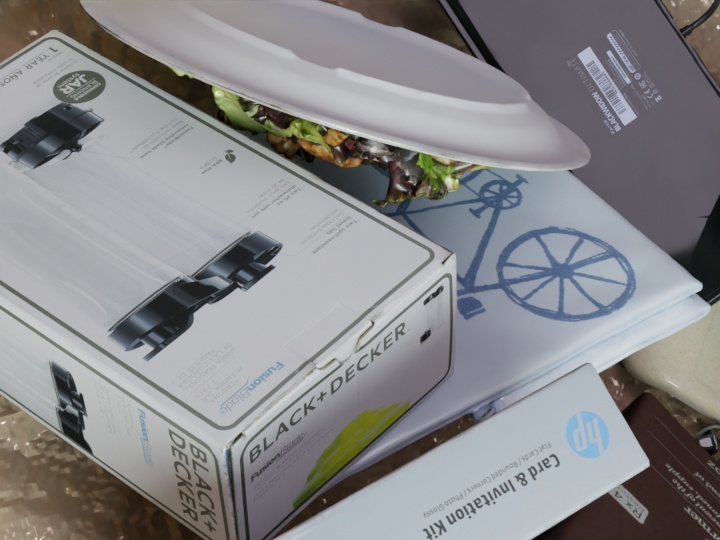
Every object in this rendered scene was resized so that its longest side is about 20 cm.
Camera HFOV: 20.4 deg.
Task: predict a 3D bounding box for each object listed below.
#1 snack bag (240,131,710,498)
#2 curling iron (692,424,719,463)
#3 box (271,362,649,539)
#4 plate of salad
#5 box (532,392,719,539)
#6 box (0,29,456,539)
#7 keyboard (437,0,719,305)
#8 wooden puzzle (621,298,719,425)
[{"bbox_3d":[0.000,0.000,0.761,0.199,0.021,0.189,-26,49,-25],"label":"snack bag"},{"bbox_3d":[0.208,0.117,0.834,0.199,0.026,0.050,24,67,-10],"label":"curling iron"},{"bbox_3d":[-0.013,0.107,0.662,0.155,0.200,0.041,-27,82,-26],"label":"box"},{"bbox_3d":[-0.011,-0.066,0.749,0.199,0.200,0.048,15,105,-14],"label":"plate of salad"},{"bbox_3d":[0.090,0.130,0.694,0.100,0.075,0.200,44,28,1],"label":"box"},{"bbox_3d":[-0.077,0.002,0.700,0.199,0.060,0.117,29,52,29],"label":"box"},{"bbox_3d":[0.122,-0.090,0.831,0.127,0.021,0.201,-34,91,-1],"label":"keyboard"},{"bbox_3d":[0.232,0.011,0.872,0.199,0.046,0.186,29,64,-7],"label":"wooden puzzle"}]
